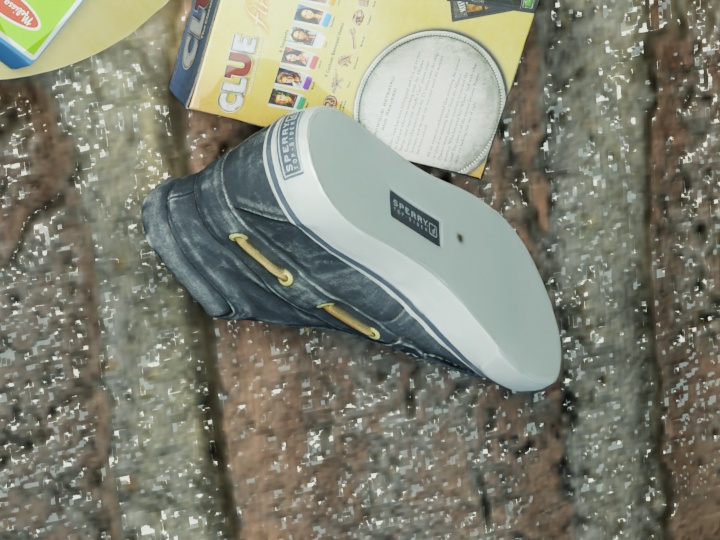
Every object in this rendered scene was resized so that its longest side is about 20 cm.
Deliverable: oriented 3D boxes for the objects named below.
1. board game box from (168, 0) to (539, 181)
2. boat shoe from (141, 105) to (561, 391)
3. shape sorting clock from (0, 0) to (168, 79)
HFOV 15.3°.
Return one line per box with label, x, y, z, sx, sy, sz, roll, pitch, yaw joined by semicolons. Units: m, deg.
board game box;0.015;-0.149;1.083;0.135;0.035;0.201;13;104;-21
boat shoe;0.000;0.000;1.119;0.091;0.071;0.200;-20;142;30
shape sorting clock;-0.144;-0.169;1.023;0.199;0.039;0.201;-6;111;-16
